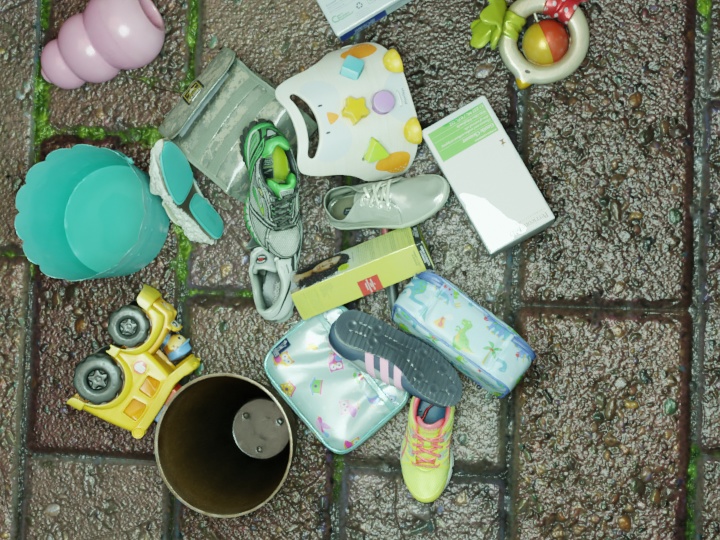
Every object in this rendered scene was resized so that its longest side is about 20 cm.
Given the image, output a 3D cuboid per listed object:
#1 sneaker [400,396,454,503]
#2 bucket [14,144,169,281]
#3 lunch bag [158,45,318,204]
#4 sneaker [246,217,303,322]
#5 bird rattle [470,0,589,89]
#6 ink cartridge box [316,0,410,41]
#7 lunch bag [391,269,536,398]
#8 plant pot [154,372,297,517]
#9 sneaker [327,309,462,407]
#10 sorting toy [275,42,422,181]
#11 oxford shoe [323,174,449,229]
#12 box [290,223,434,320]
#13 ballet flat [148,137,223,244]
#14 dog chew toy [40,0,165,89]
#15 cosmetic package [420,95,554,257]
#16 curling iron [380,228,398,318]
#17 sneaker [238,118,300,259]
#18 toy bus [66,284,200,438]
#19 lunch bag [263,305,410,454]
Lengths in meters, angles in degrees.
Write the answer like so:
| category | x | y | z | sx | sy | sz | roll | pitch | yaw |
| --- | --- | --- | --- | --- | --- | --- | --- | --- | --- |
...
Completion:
| category | x | y | z | sx | sy | sz | roll | pitch | yaw |
| --- | --- | --- | --- | --- | --- | --- | --- | --- | --- |
| sneaker | 0.094 | 0.231 | 1.422 | 0.078 | 0.090 | 0.200 | 4 | 90 | 8 |
| bucket | -0.389 | -0.081 | 1.493 | 0.207 | 0.135 | 0.207 | 0 | 87 | 9 |
| lunch bag | -0.191 | -0.219 | 1.476 | 0.200 | 0.118 | 0.164 | 41 | 94 | 24 |
| sneaker | -0.126 | -0.025 | 1.473 | 0.074 | 0.089 | 0.200 | -4 | 85 | 11 |
| bird rattle | 0.259 | -0.349 | 1.437 | 0.200 | 0.113 | 0.163 | -22 | 96 | -5 |
| ink cartridge box | 0.006 | -0.473 | 1.493 | 0.199 | 0.041 | 0.200 | -29 | 83 | 7 |
| lunch bag | 0.138 | 0.089 | 1.387 | 0.200 | 0.161 | 0.082 | 36 | 80 | 9 |
| plant pot | -0.163 | 0.230 | 1.409 | 0.187 | 0.200 | 0.187 | 0 | 88 | 9 |
| sneaker | 0.045 | 0.126 | 1.379 | 0.200 | 0.082 | 0.070 | 35 | 61 | -2 |
| sorting toy | -0.024 | -0.214 | 1.404 | 0.180 | 0.107 | 0.200 | -19 | 94 | -24 |
| oxford shoe | 0.031 | -0.098 | 1.430 | 0.200 | 0.058 | 0.075 | -7 | 63 | 30 |
| box | 0.000 | 0.000 | 1.424 | 0.200 | 0.075 | 0.050 | -22 | 116 | 5 |
| ballet flat | -0.267 | -0.107 | 1.459 | 0.072 | 0.200 | 0.072 | -12 | 46 | 13 |
| dog chew toy | -0.395 | -0.340 | 1.518 | 0.200 | 0.125 | 0.125 | -27 | 83 | 15 |
| cosmetic package | 0.181 | -0.130 | 1.427 | 0.108 | 0.085 | 0.200 | -31 | 82 | 6 |
| curling iron | 0.049 | -0.030 | 1.472 | 0.050 | 0.026 | 0.200 | 1 | 87 | 18 |
| sneaker | -0.120 | -0.102 | 1.386 | 0.078 | 0.085 | 0.200 | -19 | 120 | -16 |
| toy bus | -0.302 | 0.147 | 1.480 | 0.192 | 0.136 | 0.200 | 32 | 90 | -4 |
| lunch bag | -0.032 | 0.148 | 1.453 | 0.160 | 0.077 | 0.200 | -41 | 82 | 6 |
